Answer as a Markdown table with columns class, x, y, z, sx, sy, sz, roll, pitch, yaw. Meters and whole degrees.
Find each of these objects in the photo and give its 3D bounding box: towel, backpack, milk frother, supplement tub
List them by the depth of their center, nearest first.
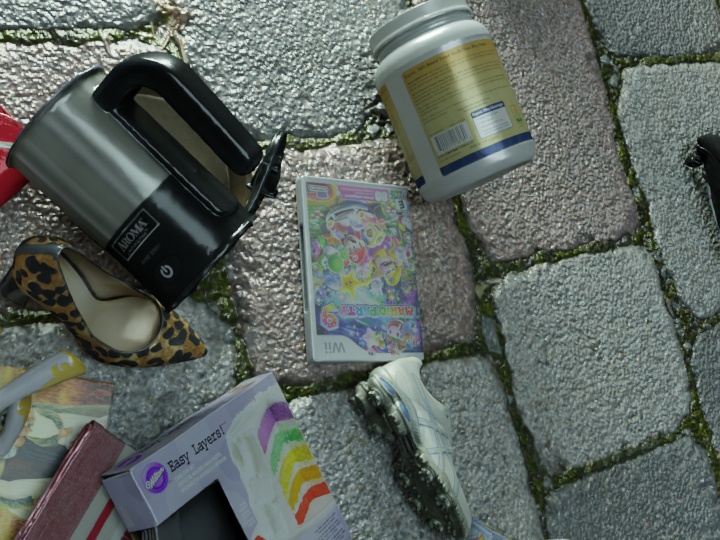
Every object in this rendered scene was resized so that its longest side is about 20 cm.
| class | x | y | z | sx | sy | sz | roll | pitch | yaw |
| --- | --- | --- | --- | --- | --- | --- | --- | --- | --- |
| towel | -0.197 | 0.244 | 0.748 | 0.200 | 0.023 | 0.145 | 47 | 56 | -30 |
| milk frother | -0.173 | -0.098 | 0.790 | 0.188 | 0.200 | 0.180 | 44 | 99 | -8 |
| supplement tub | 0.102 | -0.194 | 0.994 | 0.143 | 0.144 | 0.202 | -22 | 90 | -33 |
| backpack | 0.590 | -0.116 | 1.271 | 0.126 | 0.166 | 0.202 | -13 | 90 | -38 |

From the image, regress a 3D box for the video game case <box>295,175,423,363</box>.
| class | x | y | z | sx | sy | sz | roll | pitch | yaw |
| --- | --- | --- | --- | --- | --- | --- | --- | --- | --- |
| video game case | 0.000 | 0.000 | 0.957 | 0.142 | 0.018 | 0.203 | 3 | 76 | -31 |

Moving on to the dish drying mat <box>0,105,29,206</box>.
| class | x | y | z | sx | sy | sz | roll | pitch | yaw |
| --- | --- | --- | --- | --- | --- | --- | --- | --- | --- |
| dish drying mat | -0.364 | -0.062 | 0.751 | 0.077 | 0.018 | 0.200 | 47 | 58 | -13 |

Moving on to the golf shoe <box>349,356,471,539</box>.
| class | x | y | z | sx | sy | sz | roll | pitch | yaw |
| --- | --- | --- | --- | --- | --- | --- | --- | --- | --- |
| golf shoe | 0.078 | 0.184 | 0.924 | 0.097 | 0.078 | 0.202 | -30 | 95 | -37 |

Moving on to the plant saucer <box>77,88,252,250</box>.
| class | x | y | z | sx | sy | sz | roll | pitch | yaw |
| --- | --- | --- | --- | --- | --- | --- | --- | --- | --- |
| plant saucer | -0.202 | -0.097 | 0.853 | 0.198 | 0.029 | 0.203 | 9 | 73 | -29 |

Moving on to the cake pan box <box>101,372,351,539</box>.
| class | x | y | z | sx | sy | sz | roll | pitch | yaw |
| --- | --- | --- | --- | --- | --- | --- | --- | --- | --- |
| cake pan box | -0.114 | 0.216 | 0.778 | 0.199 | 0.052 | 0.186 | -29 | 94 | -51 |

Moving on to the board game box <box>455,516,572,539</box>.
| class | x | y | z | sx | sy | sz | roll | pitch | yaw |
| --- | --- | --- | --- | --- | --- | --- | --- | --- | --- |
| board game box | 0.144 | 0.338 | 0.877 | 0.061 | 0.200 | 0.201 | 31 | 49 | -22 |

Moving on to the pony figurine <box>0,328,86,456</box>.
| class | x | y | z | sx | sy | sz | roll | pitch | yaw |
| --- | --- | --- | --- | --- | --- | --- | --- | --- | --- |
| pony figurine | -0.325 | 0.095 | 0.632 | 0.193 | 0.166 | 0.201 | 49 | 42 | -21 |

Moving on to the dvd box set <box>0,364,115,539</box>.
| class | x | y | z | sx | sy | sz | roll | pitch | yaw |
| --- | --- | --- | --- | --- | --- | --- | --- | --- | --- |
| dvd box set | -0.314 | 0.150 | 0.719 | 0.198 | 0.029 | 0.148 | 15 | 70 | -28 |

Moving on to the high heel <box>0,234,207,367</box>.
| class | x | y | z | sx | sy | sz | roll | pitch | yaw |
| --- | --- | --- | --- | --- | --- | --- | --- | --- | --- |
| high heel | -0.205 | 0.033 | 0.748 | 0.198 | 0.142 | 0.072 | 24 | 66 | -24 |
